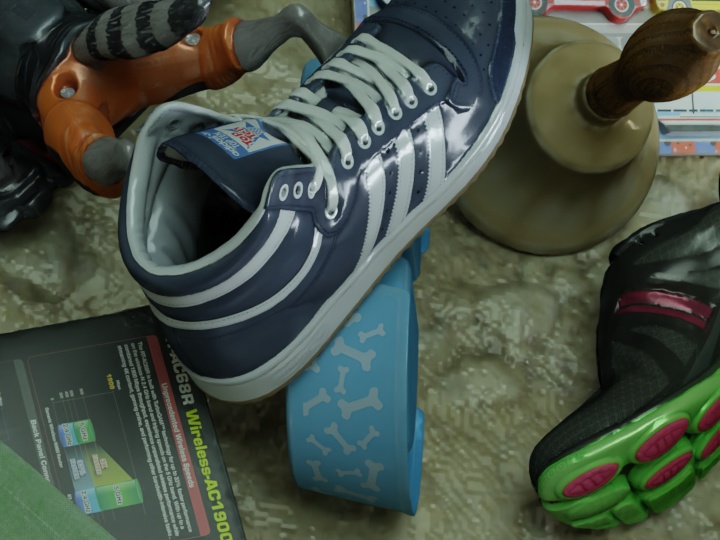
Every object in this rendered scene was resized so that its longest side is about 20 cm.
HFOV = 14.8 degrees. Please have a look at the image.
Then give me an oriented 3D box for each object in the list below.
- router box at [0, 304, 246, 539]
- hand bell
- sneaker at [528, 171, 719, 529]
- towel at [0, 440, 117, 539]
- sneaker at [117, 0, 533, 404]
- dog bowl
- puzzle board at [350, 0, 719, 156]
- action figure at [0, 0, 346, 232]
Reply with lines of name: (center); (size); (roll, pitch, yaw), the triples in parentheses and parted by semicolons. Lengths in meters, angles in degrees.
router box: (-0.117, 0.121, 1.039); (0.149, 0.062, 0.201); (-10, 67, -16)
hand bell: (0.103, -0.071, 1.096); (0.103, 0.200, 0.105); (2, 82, -13)
sneaker: (0.128, 0.030, 1.146); (0.084, 0.077, 0.200); (30, 57, 23)
towel: (-0.189, 0.138, 0.976); (0.152, 0.023, 0.200); (38, 86, 23)
sneaker: (-0.012, -0.053, 1.011); (0.070, 0.109, 0.200); (29, 77, 30)
dog bowl: (0.000, 0.000, 1.104); (0.049, 0.112, 0.201); (0, 63, 4)
puzzle board: (0.093, -0.125, 1.212); (0.199, 0.017, 0.152); (-1, 81, -13)
action figure: (-0.098, -0.102, 1.107); (0.193, 0.105, 0.200); (18, 60, 39)
